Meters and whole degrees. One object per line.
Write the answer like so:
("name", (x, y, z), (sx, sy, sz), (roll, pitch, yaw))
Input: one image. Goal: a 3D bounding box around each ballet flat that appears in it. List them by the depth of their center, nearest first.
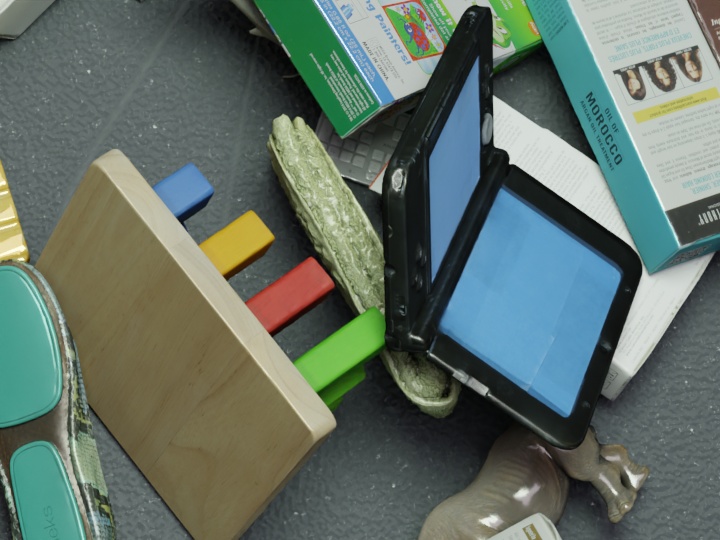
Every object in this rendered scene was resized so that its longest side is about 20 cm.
("ballet flat", (-0.188, 0.094, 1.659), (0.074, 0.074, 0.201), (-8, 83, -12))

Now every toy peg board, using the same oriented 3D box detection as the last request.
("toy peg board", (-0.085, 0.034, 1.635), (0.098, 0.200, 0.199), (-34, 81, -32))

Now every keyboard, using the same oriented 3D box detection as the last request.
("keyboard", (0.066, -0.059, 1.775), (0.199, 0.011, 0.057), (20, 72, -4))

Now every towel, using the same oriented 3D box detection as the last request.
("towel", (0.000, 0.000, 1.678), (0.036, 0.148, 0.201), (-32, 84, -2))

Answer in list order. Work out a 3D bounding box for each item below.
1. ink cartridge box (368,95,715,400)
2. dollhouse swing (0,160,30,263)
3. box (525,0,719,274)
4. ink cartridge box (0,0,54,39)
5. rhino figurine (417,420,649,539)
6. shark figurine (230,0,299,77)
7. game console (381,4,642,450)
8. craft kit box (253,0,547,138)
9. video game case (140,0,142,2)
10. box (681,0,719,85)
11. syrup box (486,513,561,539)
("ink cartridge box", (0.109, -0.023, 1.739), (0.200, 0.050, 0.109), (35, 65, 4))
("dollhouse swing", (-0.313, -0.050, 1.636), (0.175, 0.182, 0.201), (-20, 76, 6))
("box", (0.180, -0.106, 1.725), (0.082, 0.049, 0.201), (-18, 77, -24))
("ink cartridge box", (-0.238, -0.262, 1.720), (0.145, 0.083, 0.200), (-42, 83, 10))
("rhino figurine", (0.083, 0.166, 1.687), (0.087, 0.060, 0.200), (43, 79, -1))
("shark figurine", (-0.035, -0.150, 1.738), (0.214, 0.089, 0.129), (-4, 71, -46))
("game console", (0.092, -0.029, 1.605), (0.116, 0.177, 0.200), (8, 36, 14))
("craft kit box", (0.002, -0.195, 1.697), (0.197, 0.048, 0.201), (-26, 82, -49))
("video game case", (-0.128, -0.304, 1.798), (0.181, 0.045, 0.200), (-36, 83, -16))
("box", (0.255, -0.096, 1.771), (0.075, 0.100, 0.201), (-22, 79, -16))
("syrup box", (0.042, 0.227, 1.617), (0.199, 0.081, 0.079), (-29, 99, -1))
